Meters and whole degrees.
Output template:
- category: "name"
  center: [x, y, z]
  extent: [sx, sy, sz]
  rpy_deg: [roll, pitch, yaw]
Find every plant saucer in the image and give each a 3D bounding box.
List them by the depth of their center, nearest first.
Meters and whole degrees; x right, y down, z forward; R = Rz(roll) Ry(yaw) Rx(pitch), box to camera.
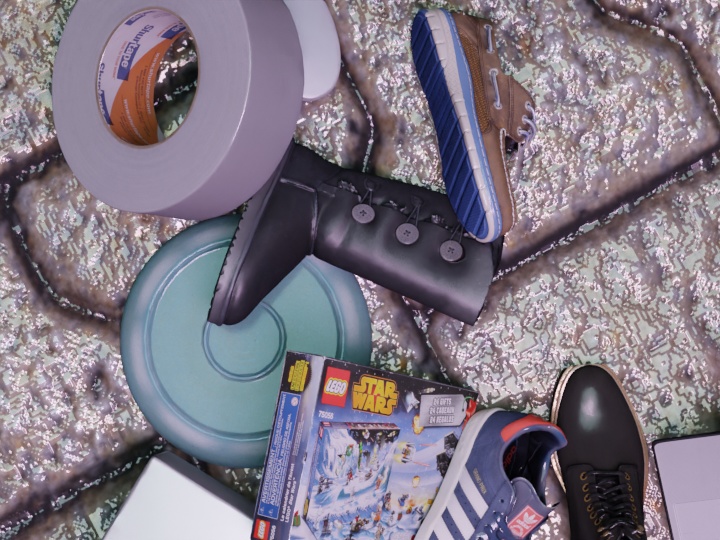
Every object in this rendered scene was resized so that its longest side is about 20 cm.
- category: "plant saucer"
  center: [-0.090, 0.054, 1.435]
  extent: [0.199, 0.027, 0.201]
  rpy_deg: [0, 85, 0]

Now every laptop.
- category: "laptop"
  center: [0.322, 0.216, 1.317]
  extent: [0.199, 0.116, 0.188]
  rpy_deg: [-9, 117, 14]

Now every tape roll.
- category: "tape roll"
  center: [-0.139, -0.140, 1.378]
  extent: [0.199, 0.066, 0.202]
  rpy_deg: [-4, 84, 37]

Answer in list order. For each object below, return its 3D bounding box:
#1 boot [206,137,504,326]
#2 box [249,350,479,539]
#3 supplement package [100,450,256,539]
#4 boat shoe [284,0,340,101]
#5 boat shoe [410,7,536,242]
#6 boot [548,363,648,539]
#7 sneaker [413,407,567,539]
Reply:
- category: "boot"
  center: [0.000, -0.001, 1.400]
  extent: [0.199, 0.066, 0.166]
  rpy_deg: [22, 70, -4]
- category: "box"
  center: [0.007, 0.141, 1.351]
  extent: [0.040, 0.200, 0.138]
  rpy_deg: [8, 85, 38]
- category: "supplement package"
  center: [-0.096, 0.236, 1.375]
  extent: [0.199, 0.117, 0.117]
  rpy_deg: [32, 89, 2]
- category: "boat shoe"
  center: [-0.079, -0.219, 1.440]
  extent: [0.068, 0.057, 0.201]
  rpy_deg: [-30, 87, -11]
- category: "boat shoe"
  center: [0.096, -0.117, 1.404]
  extent: [0.072, 0.072, 0.201]
  rpy_deg: [-6, 67, -16]
- category: "boot"
  center: [0.189, 0.168, 1.368]
  extent: [0.077, 0.138, 0.201]
  rpy_deg: [-8, 85, -1]
- category: "sneaker"
  center: [0.098, 0.194, 1.363]
  extent: [0.075, 0.084, 0.201]
  rpy_deg: [36, 63, -39]
